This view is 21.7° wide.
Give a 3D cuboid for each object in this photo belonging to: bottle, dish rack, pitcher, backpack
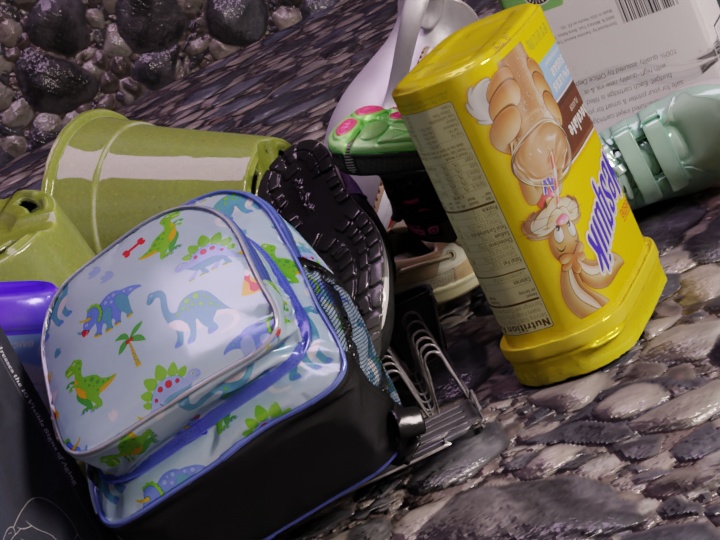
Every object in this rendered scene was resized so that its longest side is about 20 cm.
[{"bbox_3d":[-0.218,0.108,1.158,0.083,0.200,0.065,-2,9,-12],"label":"bottle"},{"bbox_3d":[-0.003,0.083,1.179,0.153,0.055,0.200,-26,15,0],"label":"dish rack"},{"bbox_3d":[0.037,-0.142,1.567,0.121,0.200,0.172,18,-6,16],"label":"pitcher"},{"bbox_3d":[-0.090,0.049,1.087,0.183,0.147,0.200,-34,41,6],"label":"backpack"}]

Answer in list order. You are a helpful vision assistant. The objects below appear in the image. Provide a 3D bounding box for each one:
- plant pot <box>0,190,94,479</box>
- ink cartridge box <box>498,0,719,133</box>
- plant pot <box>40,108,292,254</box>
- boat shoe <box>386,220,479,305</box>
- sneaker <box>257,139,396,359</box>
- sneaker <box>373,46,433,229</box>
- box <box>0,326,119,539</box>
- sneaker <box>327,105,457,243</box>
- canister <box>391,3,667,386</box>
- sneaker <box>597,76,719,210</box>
[{"bbox_3d":[-0.224,0.055,1.275,0.200,0.190,0.200,-17,26,9],"label":"plant pot"},{"bbox_3d":[0.204,-0.165,1.407,0.146,0.200,0.084,-16,14,30],"label":"ink cartridge box"},{"bbox_3d":[-0.150,-0.051,1.682,0.190,0.200,0.200,-2,25,28],"label":"plant pot"},{"bbox_3d":[0.022,-0.009,1.335,0.200,0.063,0.073,-22,27,-24],"label":"boat shoe"},{"bbox_3d":[0.000,0.000,1.218,0.076,0.088,0.200,-35,40,16],"label":"sneaker"},{"bbox_3d":[0.072,-0.058,1.423,0.112,0.200,0.071,17,16,3],"label":"sneaker"},{"bbox_3d":[-0.234,0.156,1.018,0.124,0.200,0.197,-22,15,18],"label":"box"},{"bbox_3d":[0.049,-0.060,1.258,0.077,0.084,0.200,17,5,36],"label":"sneaker"},{"bbox_3d":[0.106,-0.050,1.166,0.086,0.200,0.149,-18,16,28],"label":"canister"},{"bbox_3d":[0.188,-0.066,1.327,0.200,0.074,0.118,-27,5,38],"label":"sneaker"}]
